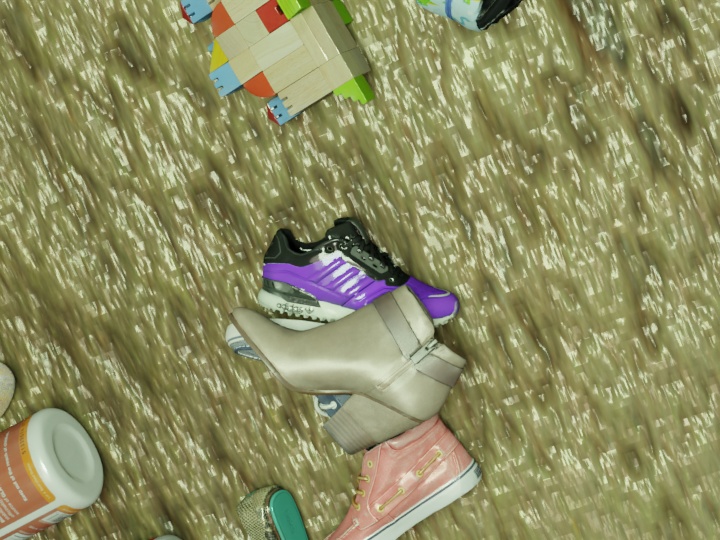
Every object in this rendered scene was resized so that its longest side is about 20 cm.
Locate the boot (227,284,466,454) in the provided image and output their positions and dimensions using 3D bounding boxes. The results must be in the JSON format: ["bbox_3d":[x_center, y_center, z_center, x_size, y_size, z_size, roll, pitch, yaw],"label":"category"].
[{"bbox_3d":[-0.006,0.067,1.150,0.146,0.070,0.200,-43,89,6],"label":"boot"}]

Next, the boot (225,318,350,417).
[{"bbox_3d":[-0.039,0.102,1.213,0.200,0.073,0.091,4,73,8],"label":"boot"}]

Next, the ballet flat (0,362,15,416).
[{"bbox_3d":[-0.449,0.170,1.310,0.200,0.067,0.068,-39,94,14],"label":"ballet flat"}]

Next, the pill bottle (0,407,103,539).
[{"bbox_3d":[-0.379,0.233,1.290,0.200,0.112,0.112,-28,97,13],"label":"pill bottle"}]

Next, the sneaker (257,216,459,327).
[{"bbox_3d":[0.000,0.000,1.201,0.200,0.070,0.100,8,101,7],"label":"sneaker"}]

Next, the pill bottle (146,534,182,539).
[{"bbox_3d":[-0.273,0.359,1.296,0.200,0.120,0.120,-18,99,12],"label":"pill bottle"}]

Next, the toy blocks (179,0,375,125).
[{"bbox_3d":[-0.090,-0.217,1.165,0.137,0.100,0.200,-29,96,25],"label":"toy blocks"}]

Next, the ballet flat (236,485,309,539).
[{"bbox_3d":[-0.071,0.320,1.292,0.075,0.068,0.200,-26,92,35],"label":"ballet flat"}]

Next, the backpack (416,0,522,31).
[{"bbox_3d":[0.118,-0.311,1.080,0.153,0.163,0.200,16,111,14],"label":"backpack"}]

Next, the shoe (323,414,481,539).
[{"bbox_3d":[0.017,0.223,1.248,0.200,0.071,0.091,-35,93,8],"label":"shoe"}]
